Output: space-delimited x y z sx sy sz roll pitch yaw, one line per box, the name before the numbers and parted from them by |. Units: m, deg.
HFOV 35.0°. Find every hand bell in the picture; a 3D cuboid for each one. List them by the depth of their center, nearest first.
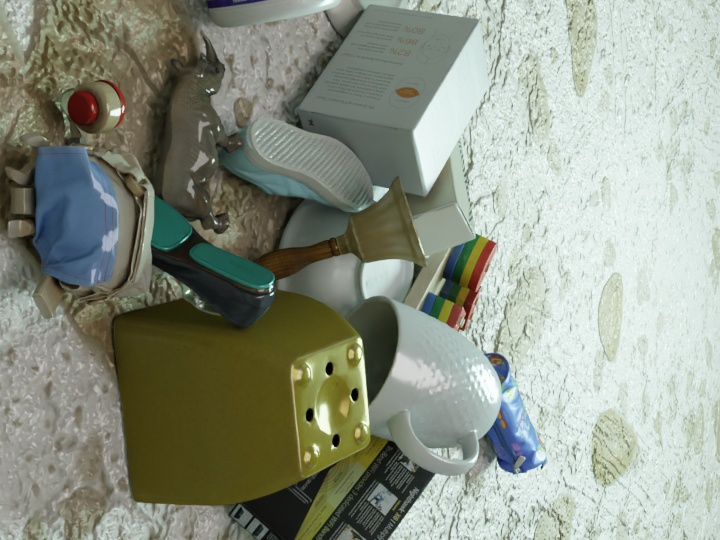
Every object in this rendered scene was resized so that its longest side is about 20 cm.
hand bell | -0.035 -0.023 1.261 0.104 0.199 0.105 -18 90 -87

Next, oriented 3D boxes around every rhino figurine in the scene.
rhino figurine | -0.167 -0.143 1.169 0.087 0.060 0.201 15 78 -56

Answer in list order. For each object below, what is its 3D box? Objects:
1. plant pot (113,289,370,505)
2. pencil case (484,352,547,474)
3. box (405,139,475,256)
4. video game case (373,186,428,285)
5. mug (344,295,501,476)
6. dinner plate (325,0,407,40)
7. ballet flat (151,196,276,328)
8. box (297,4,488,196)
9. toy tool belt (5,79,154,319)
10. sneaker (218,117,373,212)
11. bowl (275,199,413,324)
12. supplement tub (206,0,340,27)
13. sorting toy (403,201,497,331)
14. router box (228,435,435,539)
plant pot | -0.101 0.127 1.155 0.195 0.199 0.195 -17 105 -53
pencil case | 0.211 0.217 1.682 0.087 0.078 0.201 -78 148 -51
box | 0.086 -0.115 1.412 0.201 0.082 0.068 -91 156 -44
video game case | 0.039 -0.067 1.485 0.200 0.018 0.144 57 49 -38
mug | 0.071 0.144 1.276 0.175 0.148 0.201 24 32 -29
dinner plate | 0.012 -0.377 1.428 0.200 0.024 0.201 -2 93 -54
ballet flat | -0.172 -0.008 1.097 0.073 0.199 0.073 -53 165 -21
box | 0.043 -0.206 1.356 0.200 0.152 0.107 -59 151 -31
toy tool belt | -0.252 -0.066 1.008 0.123 0.124 0.201 -19 107 -60
sneaker | -0.072 -0.112 1.277 0.200 0.082 0.074 26 60 -40
bowl | 0.000 0.000 1.359 0.201 0.090 0.202 -9 102 -48
supplement tub | -0.102 -0.361 1.172 0.145 0.145 0.201 -30 115 -49
sorting toy | 0.106 0.047 1.459 0.200 0.069 0.199 -59 168 -33
router box | -0.027 0.249 1.299 0.157 0.052 0.200 40 55 5
